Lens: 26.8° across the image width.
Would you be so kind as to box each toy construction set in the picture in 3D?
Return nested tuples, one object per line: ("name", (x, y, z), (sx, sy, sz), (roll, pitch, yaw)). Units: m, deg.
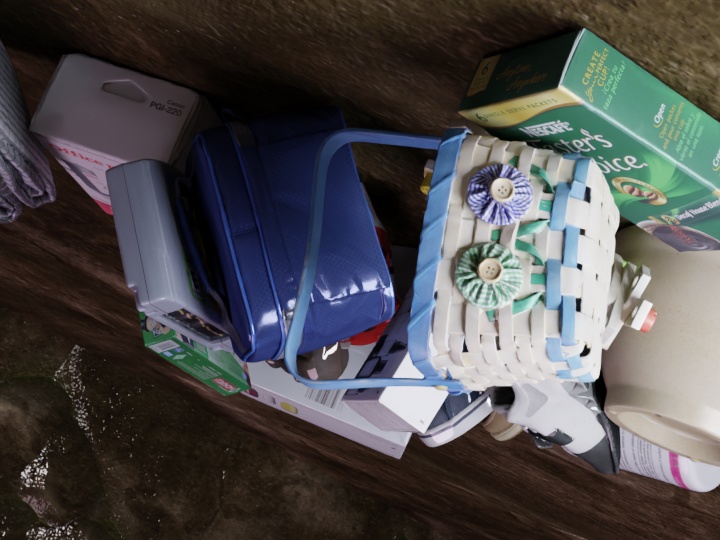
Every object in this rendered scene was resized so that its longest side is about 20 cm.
("toy construction set", (0.132, -0.029, 1.083), (0.200, 0.092, 0.131), (41, 164, 2))

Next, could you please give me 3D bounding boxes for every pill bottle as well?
("pill bottle", (0.257, 0.135, 1.455), (0.200, 0.113, 0.113), (12, 162, 39))

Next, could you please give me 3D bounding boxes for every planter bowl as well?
("planter bowl", (0.263, 0.069, 1.149), (0.200, 0.135, 0.200), (23, 167, 6))

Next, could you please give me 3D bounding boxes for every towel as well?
("towel", (-0.338, -0.143, 1.260), (0.086, 0.166, 0.200), (-23, 161, 0))

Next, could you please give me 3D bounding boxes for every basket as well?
("basket", (0.057, -0.009, 0.955), (0.200, 0.176, 0.139), (0, 161, 22))

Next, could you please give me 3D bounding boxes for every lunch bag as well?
("lunch bag", (-0.070, -0.033, 1.174), (0.132, 0.200, 0.136), (-15, 173, -15))

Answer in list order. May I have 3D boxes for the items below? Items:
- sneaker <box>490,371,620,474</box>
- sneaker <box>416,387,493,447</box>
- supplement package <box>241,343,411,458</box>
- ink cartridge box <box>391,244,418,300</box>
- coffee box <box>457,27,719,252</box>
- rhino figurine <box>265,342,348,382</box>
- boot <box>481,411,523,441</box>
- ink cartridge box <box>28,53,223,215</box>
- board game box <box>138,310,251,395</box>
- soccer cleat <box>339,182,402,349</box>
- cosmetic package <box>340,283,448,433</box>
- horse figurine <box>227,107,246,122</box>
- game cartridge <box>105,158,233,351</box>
("sneaker", (0.152, 0.101, 1.193), (0.088, 0.074, 0.200), (-13, 139, 19))
("sneaker", (0.108, 0.056, 1.241), (0.079, 0.200, 0.078), (47, -177, -13))
("supplement package", (-0.016, 0.095, 1.667), (0.200, 0.156, 0.111), (22, 167, 5))
("ink cartridge box", (0.070, 0.048, 1.524), (0.136, 0.076, 0.200), (9, 162, 46))
("coffee box", (0.171, -0.075, 0.944), (0.200, 0.044, 0.123), (30, 166, -24))
("rhino figurine", (-0.055, 0.020, 1.454), (0.060, 0.200, 0.087), (-16, -166, -37))
("boot", (0.105, 0.069, 1.363), (0.155, 0.072, 0.200), (26, 146, 1))
("ink cartridge box", (-0.188, -0.102, 1.361), (0.146, 0.085, 0.200), (19, 164, 17))
("board game box", (-0.150, 0.023, 1.316), (0.029, 0.135, 0.200), (-17, 160, 9))
("soccer cleat", (0.000, 0.000, 1.367), (0.069, 0.085, 0.200), (-9, 148, -2))
("cosmetic package", (0.066, 0.031, 1.185), (0.051, 0.200, 0.083), (38, 163, -17))
("horse figurine", (-0.062, -0.036, 1.309), (0.050, 0.200, 0.133), (-20, 170, -9))
("game cartridge", (-0.146, -0.015, 1.220), (0.040, 0.133, 0.200), (-20, 163, 9))
